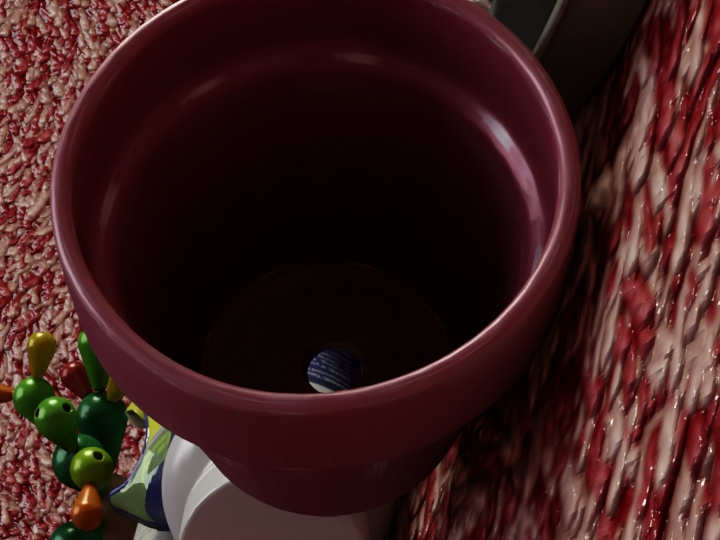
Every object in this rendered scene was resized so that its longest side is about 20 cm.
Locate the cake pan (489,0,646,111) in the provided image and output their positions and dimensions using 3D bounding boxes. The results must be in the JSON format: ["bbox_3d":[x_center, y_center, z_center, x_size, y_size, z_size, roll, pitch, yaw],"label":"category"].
[{"bbox_3d":[0.101,-0.156,0.732,0.200,0.036,0.202,-162,90,-84],"label":"cake pan"}]

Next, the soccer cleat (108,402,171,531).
[{"bbox_3d":[-0.102,0.067,1.041,0.065,0.083,0.201,71,-154,-50],"label":"soccer cleat"}]

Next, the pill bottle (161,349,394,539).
[{"bbox_3d":[-0.041,0.098,0.875,0.200,0.119,0.120,-90,19,-70],"label":"pill bottle"}]

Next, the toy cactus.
[{"bbox_3d":[-0.181,0.138,1.078,0.165,0.101,0.201,70,-169,-51],"label":"toy cactus"}]

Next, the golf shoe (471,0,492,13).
[{"bbox_3d":[0.055,-0.140,0.934,0.201,0.075,0.092,-84,17,-55],"label":"golf shoe"}]

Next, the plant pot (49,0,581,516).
[{"bbox_3d":[-0.016,0.008,0.695,0.179,0.198,0.201,89,-167,-58],"label":"plant pot"}]

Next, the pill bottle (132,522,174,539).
[{"bbox_3d":[-0.089,0.190,1.054,0.201,0.114,0.115,-82,12,-56],"label":"pill bottle"}]
